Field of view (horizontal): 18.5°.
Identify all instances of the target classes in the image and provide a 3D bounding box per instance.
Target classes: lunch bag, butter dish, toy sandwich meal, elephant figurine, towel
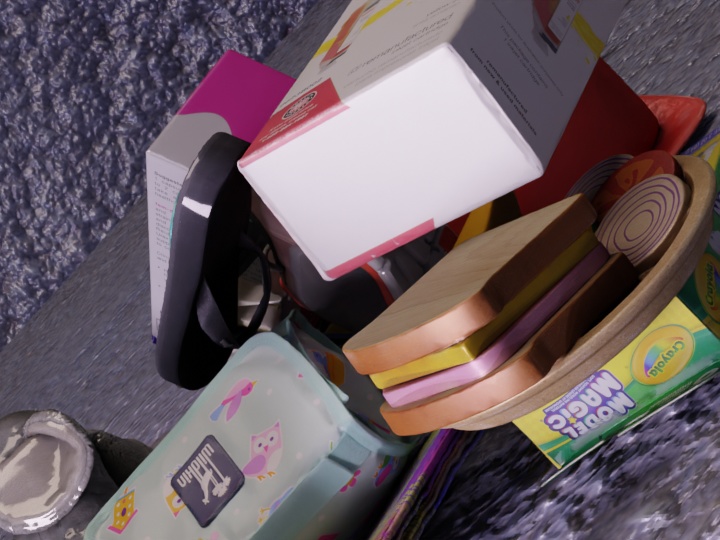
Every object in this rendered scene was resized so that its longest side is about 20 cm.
[{"bbox_3d":[-0.055,0.120,1.184,0.170,0.122,0.200,-48,5,5],"label":"lunch bag"},{"bbox_3d":[0.068,-0.077,1.321,0.200,0.148,0.199,0,43,48],"label":"butter dish"},{"bbox_3d":[0.076,0.000,1.042,0.205,0.070,0.205,-38,15,12],"label":"toy sandwich meal"},{"bbox_3d":[-0.193,0.144,1.402,0.155,0.200,0.142,-7,-17,-18],"label":"elephant figurine"},{"bbox_3d":[0.015,0.135,1.090,0.200,0.023,0.144,-55,-3,-40],"label":"towel"}]

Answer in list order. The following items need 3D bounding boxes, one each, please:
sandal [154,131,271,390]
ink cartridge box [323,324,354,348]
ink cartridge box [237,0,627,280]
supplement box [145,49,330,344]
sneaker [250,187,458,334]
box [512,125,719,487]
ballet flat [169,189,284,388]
[{"bbox_3d":[-0.074,0.007,1.175,0.200,0.043,0.076,99,-164,-59],"label":"sandal"},{"bbox_3d":[0.022,0.036,1.438,0.198,0.047,0.200,-48,10,-13],"label":"ink cartridge box"},{"bbox_3d":[0.043,-0.103,1.140,0.145,0.083,0.200,-28,20,35],"label":"ink cartridge box"},{"bbox_3d":[-0.068,-0.026,1.400,0.101,0.103,0.200,-56,-18,-33],"label":"supplement box"},{"bbox_3d":[0.000,0.000,1.228,0.082,0.200,0.077,-16,33,40],"label":"sneaker"},{"bbox_3d":[0.138,0.016,1.085,0.117,0.048,0.200,-38,16,33],"label":"box"},{"bbox_3d":[-0.081,0.020,1.316,0.200,0.068,0.068,102,180,-62],"label":"ballet flat"}]
